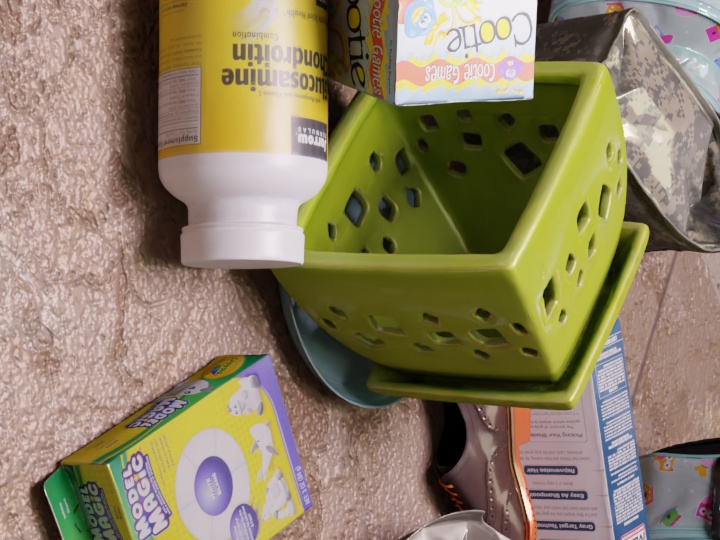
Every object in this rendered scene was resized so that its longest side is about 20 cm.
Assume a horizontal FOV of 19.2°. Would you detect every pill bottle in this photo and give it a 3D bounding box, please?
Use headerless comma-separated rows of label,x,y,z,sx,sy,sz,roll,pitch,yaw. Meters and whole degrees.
pill bottle,-0.077,-0.104,1.395,0.112,0.112,0.201,5,83,-52

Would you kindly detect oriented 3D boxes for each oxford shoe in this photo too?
oxford shoe,0.089,0.168,1.647,0.072,0.071,0.201,-7,96,-24

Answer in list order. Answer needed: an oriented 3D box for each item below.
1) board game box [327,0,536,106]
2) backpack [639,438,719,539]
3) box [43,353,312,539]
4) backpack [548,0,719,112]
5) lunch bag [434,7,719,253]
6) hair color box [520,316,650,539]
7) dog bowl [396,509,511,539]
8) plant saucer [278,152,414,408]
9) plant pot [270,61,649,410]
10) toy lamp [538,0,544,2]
board game box,0.028,-0.179,1.432,0.104,0.200,0.104,-5,106,-24
backpack,0.331,0.217,1.827,0.176,0.199,0.154,21,77,-58
box,-0.117,0.144,1.379,0.200,0.048,0.118,-33,113,-47
backpack,0.239,-0.187,1.743,0.200,0.175,0.154,65,38,-50
lunch bag,0.186,-0.090,1.613,0.200,0.164,0.118,48,64,-25
hair color box,0.164,0.139,1.702,0.060,0.100,0.201,-17,102,-53
dog bowl,0.073,0.277,1.562,0.199,0.059,0.201,6,79,-32
plant saucer,0.000,0.000,1.558,0.200,0.027,0.201,4,85,-53
plant pot,0.082,-0.014,1.493,0.199,0.199,0.182,-63,140,-34
toy lamp,0.121,-0.167,1.704,0.058,0.058,0.201,12,78,-51
